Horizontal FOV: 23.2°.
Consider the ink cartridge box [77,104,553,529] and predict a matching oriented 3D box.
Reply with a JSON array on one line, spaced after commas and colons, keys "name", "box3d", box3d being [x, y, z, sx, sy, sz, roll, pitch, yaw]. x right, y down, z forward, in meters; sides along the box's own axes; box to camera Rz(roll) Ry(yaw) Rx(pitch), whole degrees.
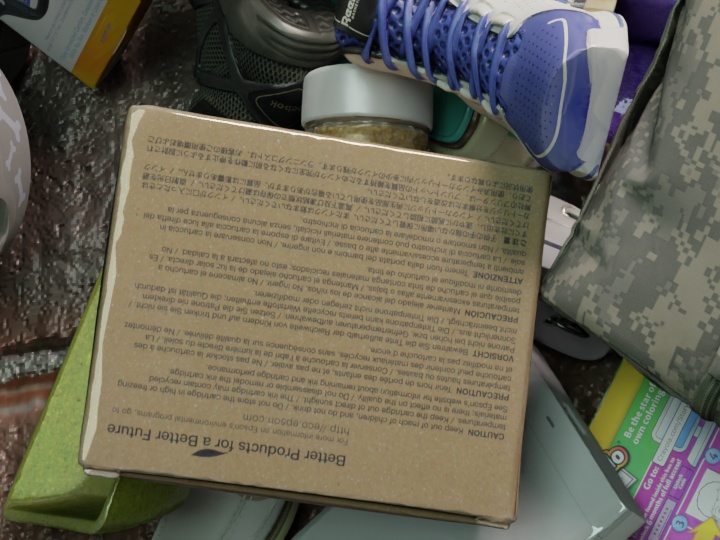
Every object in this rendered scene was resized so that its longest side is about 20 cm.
[{"name": "ink cartridge box", "box3d": [-0.021, 0.023, 0.809, 0.198, 0.075, 0.166, 9, 85, -9]}]

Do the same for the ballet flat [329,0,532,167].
[{"name": "ballet flat", "box3d": [0.033, -0.104, 0.976, 0.070, 0.069, 0.200, -48, 40, 0]}]

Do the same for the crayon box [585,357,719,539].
[{"name": "crayon box", "box3d": [0.176, 0.092, 0.868, 0.118, 0.058, 0.201, 25, 82, 25]}]

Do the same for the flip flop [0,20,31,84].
[{"name": "flip flop", "box3d": [-0.255, -0.191, 1.113, 0.057, 0.081, 0.202, -19, 68, 42]}]

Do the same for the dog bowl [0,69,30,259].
[{"name": "dog bowl", "box3d": [-0.284, -0.066, 1.043, 0.198, 0.059, 0.202, 5, 103, 22]}]

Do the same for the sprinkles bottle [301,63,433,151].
[{"name": "sprinkles bottle", "box3d": [0.000, 0.000, 0.887, 0.068, 0.068, 0.202, 0, 83, 20]}]

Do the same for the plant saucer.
[{"name": "plant saucer", "box3d": [-0.112, 0.051, 0.940, 0.048, 0.199, 0.202, 26, 75, -20]}]

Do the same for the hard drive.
[{"name": "hard drive", "box3d": [0.036, 0.141, 0.877, 0.200, 0.026, 0.132, -44, 41, 13]}]

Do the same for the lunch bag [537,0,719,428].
[{"name": "lunch bag", "box3d": [0.185, -0.032, 0.776, 0.167, 0.139, 0.201, 29, 103, 20]}]

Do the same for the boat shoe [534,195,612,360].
[{"name": "boat shoe", "box3d": [0.074, -0.021, 0.939, 0.199, 0.072, 0.066, 24, 47, 40]}]

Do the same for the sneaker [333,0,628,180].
[{"name": "sneaker", "box3d": [0.048, -0.106, 0.826, 0.114, 0.200, 0.081, 6, 114, -12]}]

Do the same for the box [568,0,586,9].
[{"name": "box", "box3d": [0.136, -0.216, 0.987, 0.157, 0.048, 0.202, 12, 77, 21]}]

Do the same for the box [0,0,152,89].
[{"name": "box", "box3d": [-0.211, -0.204, 1.024, 0.200, 0.119, 0.042, 39, 56, -5]}]

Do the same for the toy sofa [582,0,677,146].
[{"name": "toy sofa", "box3d": [0.203, -0.098, 0.873, 0.198, 0.083, 0.098, 17, 77, 2]}]

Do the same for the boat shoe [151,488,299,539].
[{"name": "boat shoe", "box3d": [-0.061, 0.089, 0.940, 0.074, 0.068, 0.201, 24, 79, 41]}]

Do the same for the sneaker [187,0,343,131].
[{"name": "sneaker", "box3d": [-0.076, -0.137, 1.022, 0.200, 0.076, 0.115, 56, 133, 46]}]
